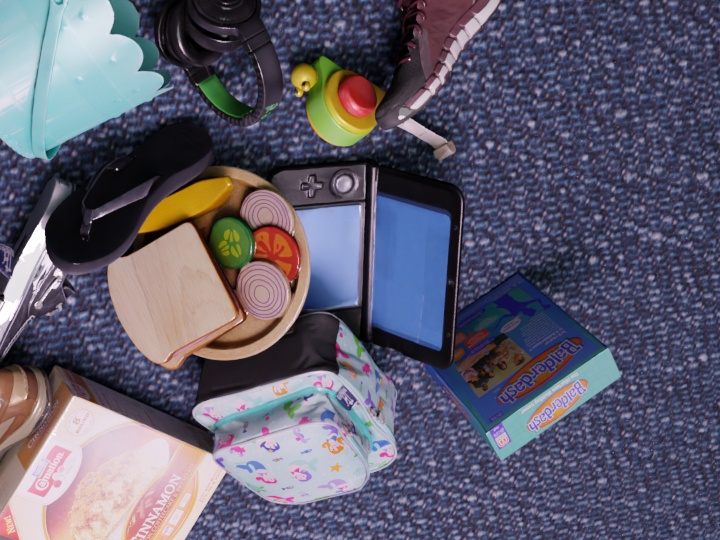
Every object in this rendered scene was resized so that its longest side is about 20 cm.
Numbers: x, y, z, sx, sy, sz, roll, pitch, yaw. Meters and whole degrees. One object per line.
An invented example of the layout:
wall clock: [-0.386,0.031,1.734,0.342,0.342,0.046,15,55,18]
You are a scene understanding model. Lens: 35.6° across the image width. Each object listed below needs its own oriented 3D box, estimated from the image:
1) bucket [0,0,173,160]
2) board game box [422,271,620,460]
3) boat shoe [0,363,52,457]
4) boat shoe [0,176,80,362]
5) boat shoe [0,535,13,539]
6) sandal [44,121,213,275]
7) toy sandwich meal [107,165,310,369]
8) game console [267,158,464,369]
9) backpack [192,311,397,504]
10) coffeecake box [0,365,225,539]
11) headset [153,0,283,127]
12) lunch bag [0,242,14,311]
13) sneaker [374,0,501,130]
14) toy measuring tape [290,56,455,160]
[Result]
bucket: [-0.259,-0.200,0.912,0.134,0.208,0.208,-30,120,2]
board game box: [0.160,0.095,1.195,0.151,0.200,0.045,-33,120,-4]
boat shoe: [-0.380,0.159,1.066,0.200,0.076,0.074,-47,147,12]
boat shoe: [-0.303,0.013,1.059,0.067,0.072,0.202,26,93,-27]
boat shoe: [-0.414,0.273,1.127,0.199,0.060,0.073,-5,113,-19]
sandal: [-0.214,-0.077,1.016,0.201,0.076,0.043,-51,160,-32]
toy sandwich meal: [-0.146,-0.002,1.065,0.202,0.070,0.208,1,95,14]
game console: [0.000,0.000,1.141,0.174,0.116,0.203,-6,113,-19]
backpack: [-0.054,0.150,1.147,0.176,0.152,0.200,-18,143,22]
coffeecake box: [-0.257,0.210,1.134,0.199,0.073,0.155,31,92,-36]
headset: [-0.128,-0.230,1.003,0.094,0.123,0.202,-37,104,-31]
lunch bag: [-0.404,-0.019,0.946,0.198,0.168,0.141,16,106,-26]
sneaker: [0.045,-0.236,1.071,0.115,0.075,0.201,43,64,-17]
toy measuring tape: [0.012,-0.141,1.110,0.199,0.074,0.074,28,100,-28]
